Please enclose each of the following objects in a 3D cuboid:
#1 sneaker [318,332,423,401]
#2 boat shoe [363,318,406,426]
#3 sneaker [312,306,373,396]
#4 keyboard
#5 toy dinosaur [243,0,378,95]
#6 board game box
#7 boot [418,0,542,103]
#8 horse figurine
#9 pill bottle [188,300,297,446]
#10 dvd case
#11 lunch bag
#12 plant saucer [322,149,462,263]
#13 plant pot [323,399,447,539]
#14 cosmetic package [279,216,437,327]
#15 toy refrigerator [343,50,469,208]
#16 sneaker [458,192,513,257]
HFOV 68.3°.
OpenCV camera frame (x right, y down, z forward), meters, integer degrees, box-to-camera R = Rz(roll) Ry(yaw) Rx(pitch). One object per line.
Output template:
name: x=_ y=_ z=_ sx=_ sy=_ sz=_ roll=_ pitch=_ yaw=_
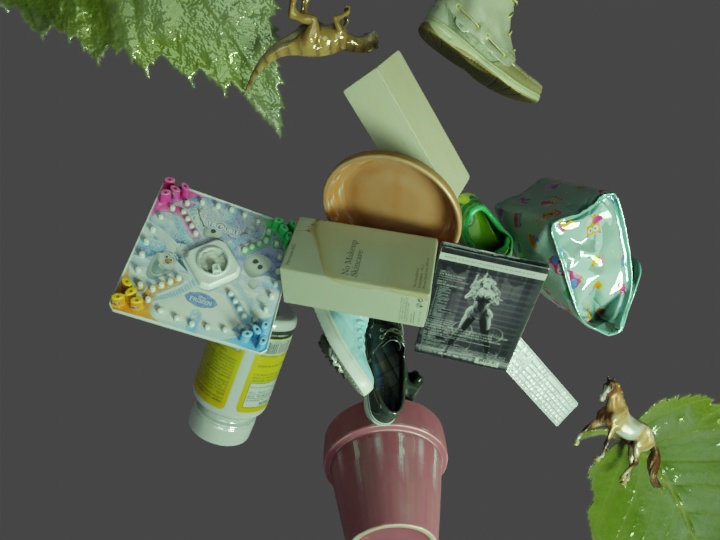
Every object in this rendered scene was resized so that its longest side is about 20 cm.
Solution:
sneaker: x=0.023 y=0.143 z=0.829 sx=0.199 sy=0.067 sz=0.091 roll=41 pitch=93 yaw=-21
boat shoe: x=0.037 y=0.116 z=0.765 sx=0.069 sy=0.066 sz=0.204 roll=13 pitch=62 yaw=-16
sneaker: x=-0.014 y=0.072 z=0.749 sx=0.081 sy=0.074 sz=0.202 roll=-25 pitch=65 yaw=-4
keyboard: x=0.302 y=0.188 z=0.912 sx=0.056 sy=0.011 sz=0.200 roll=-43 pitch=108 yaw=4
toy dinosaur: x=-0.070 y=-0.302 z=0.689 sx=0.196 sy=0.060 sz=0.108 roll=-13 pitch=109 yaw=-5
board game box: x=-0.193 y=-0.013 z=0.696 sx=0.197 sy=0.026 sz=0.203 roll=18 pitch=58 yaw=-13
boot: x=0.195 y=-0.337 z=0.718 sx=0.198 sy=0.072 sz=0.156 roll=28 pitch=97 yaw=-15
horse figurine: x=0.469 y=0.298 z=0.944 sx=0.199 sy=0.050 sz=0.133 roll=39 pitch=80 yaw=-9
pill bottle: x=-0.174 y=0.139 z=0.767 sx=0.112 sy=0.114 sz=0.203 roll=19 pitch=102 yaw=-14
dvd case: x=0.167 y=0.058 z=0.766 sx=0.146 sy=0.016 sz=0.203 roll=12 pitch=127 yaw=4
lunch bag: x=0.303 y=-0.018 z=0.770 sx=0.120 sy=0.170 sz=0.202 roll=-28 pitch=109 yaw=-4
plant saucer: x=0.044 y=-0.084 z=0.730 sx=0.196 sy=0.038 sz=0.202 roll=15 pitch=140 yaw=12
plant pot: x=0.041 y=0.326 z=0.791 sx=0.196 sy=0.180 sz=0.203 roll=-2 pitch=126 yaw=-2
cosmetic package: x=0.000 y=0.000 z=0.721 sx=0.196 sy=0.105 sz=0.074 roll=9 pitch=140 yaw=5
toy refrigerator: x=0.065 y=-0.183 z=0.727 sx=0.069 sy=0.076 sz=0.201 roll=-19 pitch=114 yaw=41
sneaker: x=0.194 y=-0.020 z=0.798 sx=0.073 sy=0.084 sz=0.201 roll=-34 pitch=109 yaw=1
